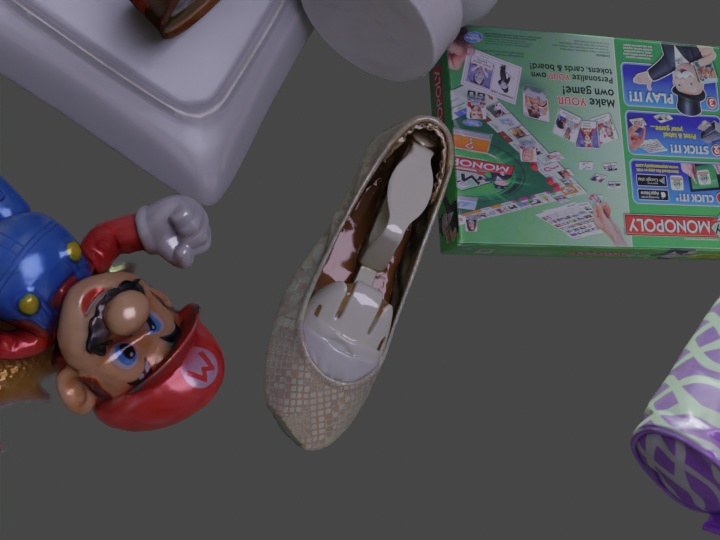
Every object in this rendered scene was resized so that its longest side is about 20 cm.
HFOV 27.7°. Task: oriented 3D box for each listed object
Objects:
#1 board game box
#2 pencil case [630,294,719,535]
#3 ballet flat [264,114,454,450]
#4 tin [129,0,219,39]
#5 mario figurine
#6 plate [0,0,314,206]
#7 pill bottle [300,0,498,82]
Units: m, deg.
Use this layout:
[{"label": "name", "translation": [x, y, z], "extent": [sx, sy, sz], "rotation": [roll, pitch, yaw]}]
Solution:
[{"label": "board game box", "translation": [0.139, -0.077, 0.899], "extent": [0.197, 0.029, 0.137], "rotation": [1, 79, -21]}, {"label": "pencil case", "translation": [0.244, 0.055, 0.890], "extent": [0.200, 0.083, 0.086], "rotation": [-49, 121, -21]}, {"label": "ballet flat", "translation": [0.000, 0.000, 0.810], "extent": [0.067, 0.062, 0.202], "rotation": [23, 72, -11]}, {"label": "tin", "translation": [-0.049, -0.202, 0.773], "extent": [0.042, 0.112, 0.200], "rotation": [41, 66, 1]}, {"label": "mario figurine", "translation": [-0.150, 0.000, 0.724], "extent": [0.199, 0.106, 0.124], "rotation": [36, 103, -3]}, {"label": "plate", "translation": [-0.115, -0.171, 0.816], "extent": [0.199, 0.032, 0.201], "rotation": [33, 70, -13]}, {"label": "pill bottle", "translation": [0.053, -0.212, 0.843], "extent": [0.109, 0.109, 0.201], "rotation": [39, 64, -10]}]
